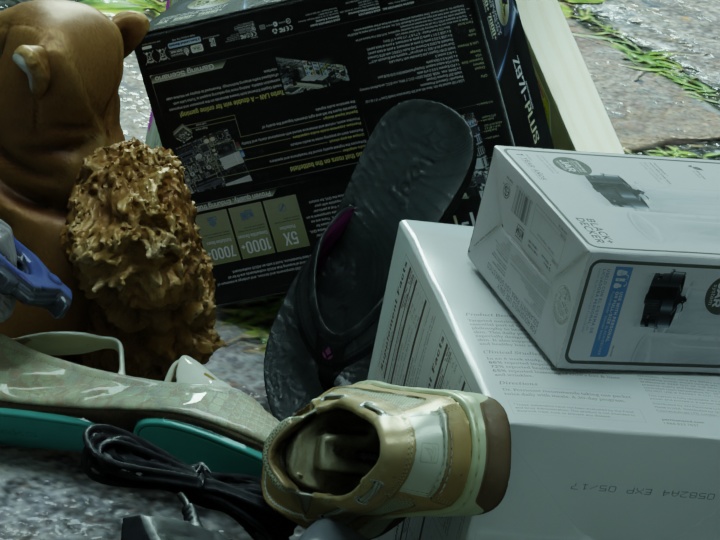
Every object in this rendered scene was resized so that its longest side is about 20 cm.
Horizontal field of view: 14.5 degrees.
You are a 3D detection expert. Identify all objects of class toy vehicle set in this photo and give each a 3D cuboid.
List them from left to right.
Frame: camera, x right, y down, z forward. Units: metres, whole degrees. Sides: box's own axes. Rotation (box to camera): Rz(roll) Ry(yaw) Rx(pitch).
[{"bbox_3d":[0.116,-0.102,1.716,0.026,0.125,0.201,-16,55,-6],"label":"toy vehicle set"}]

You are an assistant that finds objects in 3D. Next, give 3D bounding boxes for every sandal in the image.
[{"bbox_3d":[-0.001,-0.001,1.475,0.075,0.201,0.048,16,-14,17],"label":"sandal"}]

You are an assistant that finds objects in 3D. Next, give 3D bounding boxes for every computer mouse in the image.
[{"bbox_3d":[-0.055,0.154,1.290,0.140,0.046,0.200,20,22,-32],"label":"computer mouse"}]

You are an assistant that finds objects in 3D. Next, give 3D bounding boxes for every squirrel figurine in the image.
[{"bbox_3d":[-0.142,-0.041,1.486,0.199,0.188,0.141,29,30,35],"label":"squirrel figurine"}]

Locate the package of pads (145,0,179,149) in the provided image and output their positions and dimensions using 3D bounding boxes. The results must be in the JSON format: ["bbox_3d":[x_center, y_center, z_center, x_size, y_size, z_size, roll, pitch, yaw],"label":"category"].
[{"bbox_3d":[-0.026,-0.120,1.741,0.199,0.155,0.068,2,24,-19],"label":"package of pads"}]

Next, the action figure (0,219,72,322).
[{"bbox_3d":[-0.252,-0.010,1.375,0.200,0.105,0.193,43,30,2],"label":"action figure"}]

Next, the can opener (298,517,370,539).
[{"bbox_3d":[0.046,0.184,1.214,0.199,0.054,0.067,31,40,15],"label":"can opener"}]

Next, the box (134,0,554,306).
[{"bbox_3d":[-0.004,-0.084,1.576,0.199,0.165,0.086,-12,14,18],"label":"box"}]

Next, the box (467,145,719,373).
[{"bbox_3d":[0.165,-0.003,1.326,0.199,0.060,0.117,2,26,-24],"label":"box"}]

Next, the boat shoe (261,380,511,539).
[{"bbox_3d":[-0.010,0.080,1.260,0.076,0.072,0.200,3,-12,-25],"label":"boat shoe"}]

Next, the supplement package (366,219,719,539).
[{"bbox_3d":[0.095,0.091,1.344,0.151,0.152,0.200,5,26,-15],"label":"supplement package"}]

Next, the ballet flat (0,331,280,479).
[{"bbox_3d":[-0.111,0.064,1.407,0.199,0.068,0.063,12,60,3],"label":"ballet flat"}]
